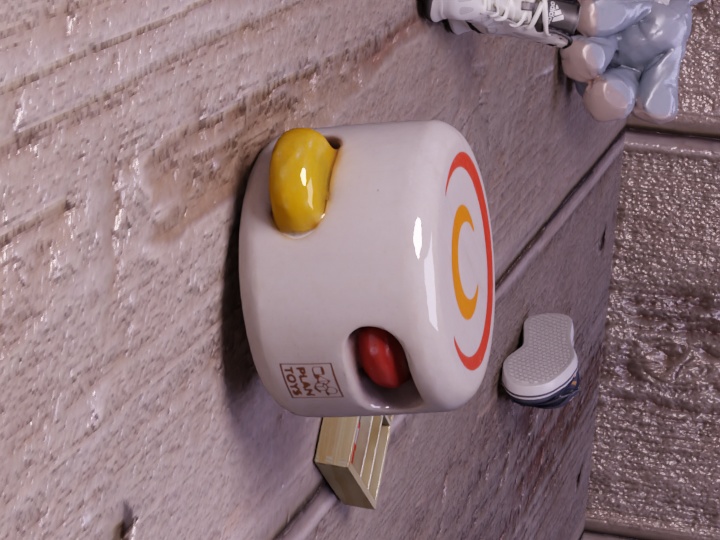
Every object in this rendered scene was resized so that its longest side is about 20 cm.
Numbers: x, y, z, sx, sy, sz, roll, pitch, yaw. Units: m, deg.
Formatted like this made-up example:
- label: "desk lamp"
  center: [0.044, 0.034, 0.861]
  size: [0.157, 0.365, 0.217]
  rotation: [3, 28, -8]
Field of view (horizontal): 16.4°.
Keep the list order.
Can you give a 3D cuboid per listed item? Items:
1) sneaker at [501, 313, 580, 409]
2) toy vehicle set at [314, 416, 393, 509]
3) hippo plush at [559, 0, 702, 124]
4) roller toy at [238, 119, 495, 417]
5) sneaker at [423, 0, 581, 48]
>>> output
- label: "sneaker"
  center: [0.197, 0.115, 2.655]
  size: [0.200, 0.078, 0.080]
  rotation: [-56, 145, -67]
- label: "toy vehicle set"
  center: [0.008, 0.069, 1.899]
  size: [0.124, 0.026, 0.201]
  rotation: [62, 37, -69]
- label: "hippo plush"
  center: [0.283, -0.259, 2.768]
  size: [0.201, 0.159, 0.161]
  rotation: [-67, -162, -1]
- label: "roller toy"
  center: [0.000, 0.000, 1.567]
  size: [0.200, 0.139, 0.184]
  rotation: [-13, 100, -74]
- label: "sneaker"
  center: [0.119, -0.228, 2.017]
  size: [0.200, 0.115, 0.076]
  rotation: [11, 87, -77]
